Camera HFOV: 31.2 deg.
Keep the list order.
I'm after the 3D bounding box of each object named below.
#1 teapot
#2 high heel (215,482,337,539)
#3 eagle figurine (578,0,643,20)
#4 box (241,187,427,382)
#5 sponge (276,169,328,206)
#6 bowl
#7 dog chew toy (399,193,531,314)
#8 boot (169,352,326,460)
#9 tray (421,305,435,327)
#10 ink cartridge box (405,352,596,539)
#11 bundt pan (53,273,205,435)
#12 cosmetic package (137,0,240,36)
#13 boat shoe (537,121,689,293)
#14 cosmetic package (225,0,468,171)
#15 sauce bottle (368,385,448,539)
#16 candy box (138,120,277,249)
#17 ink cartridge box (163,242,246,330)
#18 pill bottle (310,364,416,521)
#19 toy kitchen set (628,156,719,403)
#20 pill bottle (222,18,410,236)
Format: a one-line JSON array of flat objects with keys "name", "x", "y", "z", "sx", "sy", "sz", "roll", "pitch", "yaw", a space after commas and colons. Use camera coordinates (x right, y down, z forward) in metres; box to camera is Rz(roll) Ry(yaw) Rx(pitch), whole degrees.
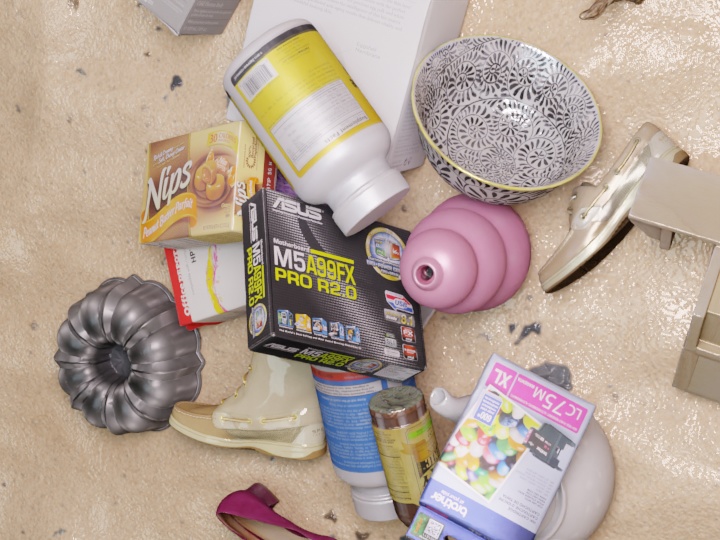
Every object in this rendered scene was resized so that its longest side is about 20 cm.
[{"name": "teapot", "x": 0.171, "y": 0.226, "z": 1.355, "sx": 0.198, "sy": 0.146, "sz": 0.200, "roll": 11, "pitch": 103, "yaw": 21}, {"name": "high heel", "x": -0.084, "y": 0.334, "z": 1.514, "sx": 0.199, "sy": 0.096, "sz": 0.068, "roll": 36, "pitch": 111, "yaw": 15}, {"name": "eagle figurine", "x": 0.298, "y": -0.328, "z": 1.210, "sx": 0.150, "sy": 0.153, "sz": 0.200, "roll": 23, "pitch": 131, "yaw": -19}, {"name": "box", "x": -0.026, "y": 0.018, "z": 1.309, "sx": 0.044, "sy": 0.198, "sz": 0.162, "roll": -31, "pitch": 54, "yaw": 44}, {"name": "sponge", "x": -0.060, "y": -0.046, "z": 1.403, "sx": 0.030, "sy": 0.110, "sz": 0.202, "roll": -44, "pitch": 57, "yaw": 58}, {"name": "bowl", "x": 0.138, "y": -0.135, "z": 1.313, "sx": 0.200, "sy": 0.201, "sz": 0.095, "roll": 38, "pitch": 146, "yaw": 13}, {"name": "dog chew toy", "x": 0.100, "y": -0.011, "z": 1.316, "sx": 0.123, "sy": 0.200, "sz": 0.126, "roll": 4, "pitch": 101, "yaw": 24}, {"name": "boot", "x": -0.130, "y": 0.130, "z": 1.512, "sx": 0.198, "sy": 0.073, "sz": 0.158, "roll": 8, "pitch": 103, "yaw": 21}, {"name": "tray", "x": 0.000, "y": 0.000, "z": 1.461, "sx": 0.199, "sy": 0.022, "sz": 0.108, "roll": 38, "pitch": 111, "yaw": 14}, {"name": "ink cartridge box", "x": 0.139, "y": 0.197, "z": 1.275, "sx": 0.118, "sy": 0.042, "sz": 0.202, "roll": 27, "pitch": 78, "yaw": 8}, {"name": "bundt pan", "x": -0.295, "y": 0.111, "z": 1.583, "sx": 0.199, "sy": 0.076, "sz": 0.205, "roll": 5, "pitch": 101, "yaw": 24}, {"name": "cosmetic package", "x": -0.159, "y": -0.367, "z": 1.424, "sx": 0.090, "sy": 0.107, "sz": 0.201, "roll": 41, "pitch": 114, "yaw": 13}, {"name": "boat shoe", "x": 0.246, "y": -0.062, "z": 1.316, "sx": 0.065, "sy": 0.072, "sz": 0.200, "roll": 46, "pitch": 108, "yaw": 16}, {"name": "cosmetic package", "x": -0.013, "y": -0.232, "z": 1.371, "sx": 0.198, "sy": 0.123, "sz": 0.202, "roll": 22, "pitch": 109, "yaw": 19}, {"name": "sauce bottle", "x": 0.059, "y": 0.222, "z": 1.362, "sx": 0.064, "sy": 0.065, "sz": 0.202, "roll": -5, "pitch": 113, "yaw": 24}, {"name": "candy box", "x": -0.167, "y": -0.089, "z": 1.392, "sx": 0.199, "sy": 0.055, "sz": 0.117, "roll": -5, "pitch": 78, "yaw": 52}, {"name": "ink cartridge box", "x": -0.157, "y": -0.006, "z": 1.487, "sx": 0.198, "sy": 0.067, "sz": 0.118, "roll": -19, "pitch": 80, "yaw": 32}, {"name": "pill bottle", "x": 0.014, "y": 0.170, "z": 1.426, "sx": 0.111, "sy": 0.112, "sz": 0.203, "roll": -3, "pitch": 109, "yaw": 24}, {"name": "toy kitchen set", "x": 0.344, "y": -0.007, "z": 1.278, "sx": 0.161, "sy": 0.181, "sz": 0.202, "roll": 18, "pitch": 66, "yaw": 16}, {"name": "pill bottle", "x": -0.040, "y": -0.138, "z": 1.272, "sx": 0.112, "sy": 0.112, "sz": 0.201, "roll": -38, "pitch": 84, "yaw": 24}]
